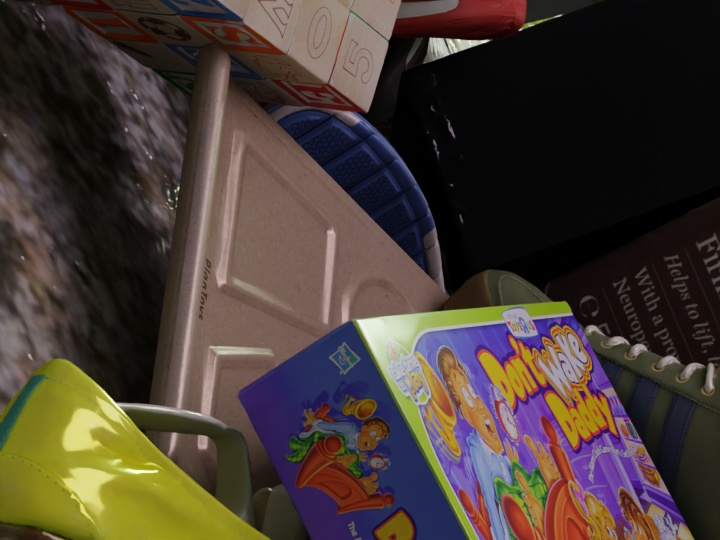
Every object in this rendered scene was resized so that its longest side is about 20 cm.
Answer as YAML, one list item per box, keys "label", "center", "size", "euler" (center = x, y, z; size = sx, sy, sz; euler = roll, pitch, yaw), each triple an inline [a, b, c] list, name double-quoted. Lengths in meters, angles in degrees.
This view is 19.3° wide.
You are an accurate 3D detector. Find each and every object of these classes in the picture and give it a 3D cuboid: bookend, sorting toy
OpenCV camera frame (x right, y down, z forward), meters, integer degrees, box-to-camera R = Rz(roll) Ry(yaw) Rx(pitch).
- label: "bookend"
  center: [0.120, -0.057, 0.970]
  size: [0.199, 0.198, 0.093]
  euler: [95, -25, -81]
- label: "sorting toy"
  center: [-0.020, 0.048, 0.748]
  size: [0.200, 0.036, 0.187]
  euler: [49, 35, -44]

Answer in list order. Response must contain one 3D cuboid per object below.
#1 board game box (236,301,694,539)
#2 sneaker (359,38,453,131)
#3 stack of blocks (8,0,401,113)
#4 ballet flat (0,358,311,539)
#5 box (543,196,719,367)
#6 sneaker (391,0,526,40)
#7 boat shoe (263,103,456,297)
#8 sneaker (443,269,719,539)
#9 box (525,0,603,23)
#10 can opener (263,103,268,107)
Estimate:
- label: "board game box"
  center: [0.050, 0.081, 0.677]
  size: [0.135, 0.045, 0.200]
  euler: [62, 20, 10]
- label: "sneaker"
  center: [0.027, -0.095, 1.102]
  size: [0.116, 0.075, 0.201]
  euler: [56, 17, -23]
- label: "stack of blocks"
  center: [-0.084, -0.121, 0.728]
  size: [0.200, 0.114, 0.059]
  euler: [32, 72, -54]
- label: "ballet flat"
  center: [-0.036, 0.085, 0.616]
  size: [0.200, 0.066, 0.068]
  euler: [38, 55, -43]
- label: "box"
  center: [0.215, 0.046, 0.912]
  size: [0.164, 0.199, 0.167]
  euler: [16, 50, -65]
- label: "sneaker"
  center: [-0.005, -0.161, 0.888]
  size: [0.078, 0.199, 0.117]
  euler: [-3, 104, -43]
- label: "boat shoe"
  center: [0.000, 0.000, 0.883]
  size: [0.073, 0.072, 0.201]
  euler: [-114, 179, -54]
- label: "sneaker"
  center: [0.122, 0.061, 0.799]
  size: [0.201, 0.090, 0.067]
  euler: [54, 17, 22]
- label: "box"
  center: [0.055, -0.186, 0.987]
  size: [0.156, 0.041, 0.200]
  euler: [44, -15, -16]
- label: "can opener"
  center: [-0.046, -0.138, 1.031]
  size: [0.066, 0.054, 0.201]
  euler: [17, 35, -18]
